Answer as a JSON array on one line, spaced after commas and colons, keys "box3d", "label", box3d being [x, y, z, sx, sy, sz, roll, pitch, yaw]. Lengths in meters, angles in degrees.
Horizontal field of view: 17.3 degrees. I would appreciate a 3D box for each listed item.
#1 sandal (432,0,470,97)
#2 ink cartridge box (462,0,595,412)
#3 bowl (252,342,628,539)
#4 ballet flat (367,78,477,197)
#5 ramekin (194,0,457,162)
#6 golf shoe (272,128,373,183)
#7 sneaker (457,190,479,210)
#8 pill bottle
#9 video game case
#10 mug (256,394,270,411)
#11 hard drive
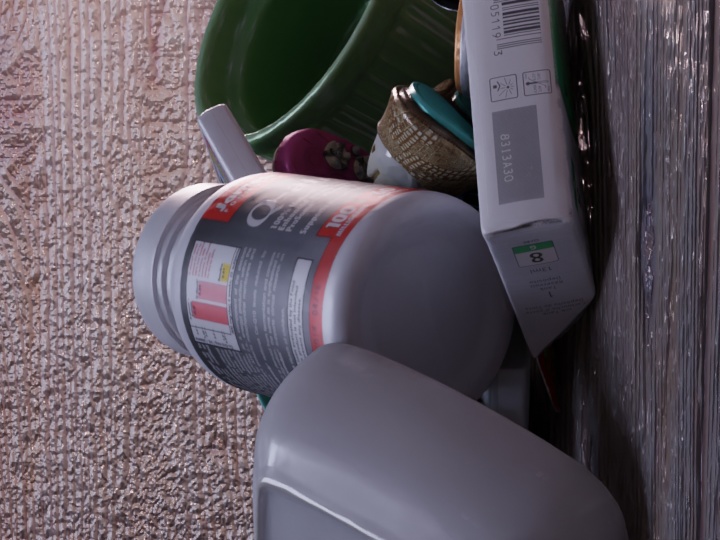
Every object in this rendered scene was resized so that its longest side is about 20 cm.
[{"box3d": [0.051, -0.170, 1.266, 0.207, 0.059, 0.080, -75, -13, -50], "label": "sandal"}, {"box3d": [0.093, -0.043, 1.165, 0.200, 0.050, 0.162, 60, -157, -58], "label": "ink cartridge box"}, {"box3d": [0.022, 0.151, 1.070, 0.199, 0.074, 0.201, 27, 131, 36], "label": "bowl"}, {"box3d": [0.039, -0.060, 1.223, 0.071, 0.065, 0.200, 46, -167, 6], "label": "ballet flat"}, {"box3d": [-0.005, -0.146, 1.461, 0.200, 0.097, 0.201, -37, 38, 36], "label": "ramekin"}, {"box3d": [0.000, 0.000, 1.397, 0.200, 0.091, 0.076, 51, -129, -26], "label": "golf shoe"}, {"box3d": [0.043, -0.022, 1.339, 0.200, 0.070, 0.078, -64, -19, -53], "label": "sneaker"}, {"box3d": [-0.025, 0.010, 1.198, 0.199, 0.115, 0.117, 10, 103, 52], "label": "pill bottle"}, {"box3d": [-0.030, 0.021, 1.388, 0.201, 0.024, 0.182, 60, 173, 22], "label": "video game case"}, {"box3d": [0.011, 0.068, 1.670, 0.185, 0.114, 0.152, 51, 149, 23], "label": "mug"}, {"box3d": [0.077, 0.081, 1.280, 0.132, 0.026, 0.201, -88, -4, -49], "label": "hard drive"}]
